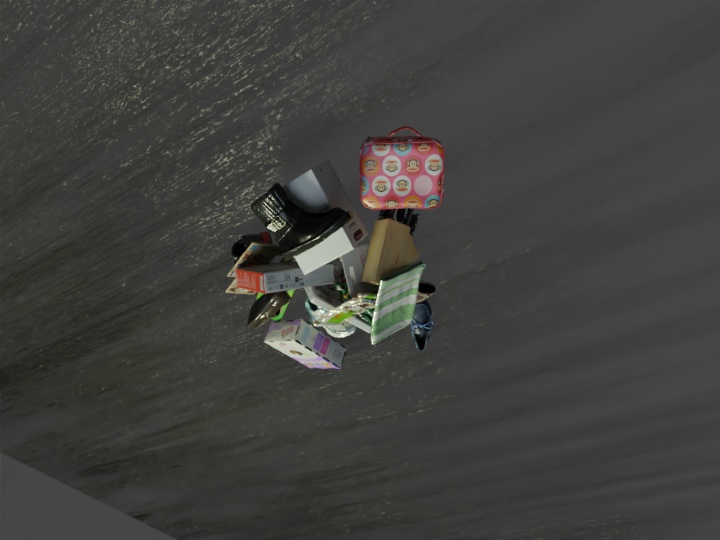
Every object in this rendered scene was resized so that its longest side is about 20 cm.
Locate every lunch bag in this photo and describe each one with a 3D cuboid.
[{"bbox_3d":[0.092,-0.231,1.269,0.194,0.082,0.181,1,111,3],"label":"lunch bag"}]

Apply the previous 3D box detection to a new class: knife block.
[{"bbox_3d":[0.061,-0.086,1.354,0.064,0.198,0.179,-1,117,60],"label":"knife block"}]

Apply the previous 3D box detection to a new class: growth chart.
[{"bbox_3d":[-0.021,0.097,1.393,0.198,0.018,0.143,-33,157,35],"label":"growth chart"}]

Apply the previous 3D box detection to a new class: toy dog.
[{"bbox_3d":[0.000,0.000,1.544,0.195,0.098,0.133,7,142,18],"label":"toy dog"}]

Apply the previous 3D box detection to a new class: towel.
[{"bbox_3d":[0.090,0.080,1.389,0.150,0.023,0.204,-23,139,-36],"label":"towel"}]

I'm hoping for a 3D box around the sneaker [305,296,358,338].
[{"bbox_3d":[-0.089,0.129,1.630,0.196,0.078,0.088,13,134,35],"label":"sneaker"}]

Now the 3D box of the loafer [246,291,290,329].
[{"bbox_3d":[-0.267,0.119,1.638,0.070,0.074,0.199,25,137,-25],"label":"loafer"}]

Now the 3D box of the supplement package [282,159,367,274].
[{"bbox_3d":[-0.103,-0.126,1.334,0.153,0.111,0.203,-24,101,27],"label":"supplement package"}]

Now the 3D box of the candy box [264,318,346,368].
[{"bbox_3d":[-0.168,0.227,1.730,0.165,0.073,0.199,-8,144,47],"label":"candy box"}]

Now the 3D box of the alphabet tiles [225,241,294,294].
[{"bbox_3d":[-0.273,-0.001,1.513,0.165,0.008,0.200,5,136,-48],"label":"alphabet tiles"}]

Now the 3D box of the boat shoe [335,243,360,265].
[{"bbox_3d":[-0.064,-0.073,1.451,0.202,0.072,0.066,49,145,-8],"label":"boat shoe"}]

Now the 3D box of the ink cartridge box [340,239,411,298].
[{"bbox_3d":[0.028,-0.014,1.410,0.066,0.197,0.119,-1,105,58],"label":"ink cartridge box"}]

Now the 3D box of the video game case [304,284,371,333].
[{"bbox_3d":[-0.069,0.087,1.563,0.197,0.182,0.023,30,100,-24],"label":"video game case"}]

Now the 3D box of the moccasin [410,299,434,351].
[{"bbox_3d":[0.187,0.163,1.687,0.078,0.069,0.202,-9,136,8],"label":"moccasin"}]

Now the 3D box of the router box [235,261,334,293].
[{"bbox_3d":[-0.193,0.013,1.440,0.196,0.050,0.178,-8,-172,-34],"label":"router box"}]

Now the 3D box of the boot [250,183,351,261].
[{"bbox_3d":[-0.135,-0.127,1.237,0.208,0.079,0.160,-25,100,28],"label":"boot"}]

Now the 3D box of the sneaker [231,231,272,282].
[{"bbox_3d":[-0.312,-0.029,1.516,0.096,0.072,0.201,-1,143,-39],"label":"sneaker"}]

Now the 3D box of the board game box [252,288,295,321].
[{"bbox_3d":[-0.252,0.072,1.661,0.093,0.030,0.202,18,131,-13],"label":"board game box"}]

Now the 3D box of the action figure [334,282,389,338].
[{"bbox_3d":[0.017,0.086,1.493,0.197,0.055,0.120,29,98,-4],"label":"action figure"}]

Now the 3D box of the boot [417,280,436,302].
[{"bbox_3d":[0.107,0.065,1.553,0.197,0.072,0.145,-8,170,-42],"label":"boot"}]
